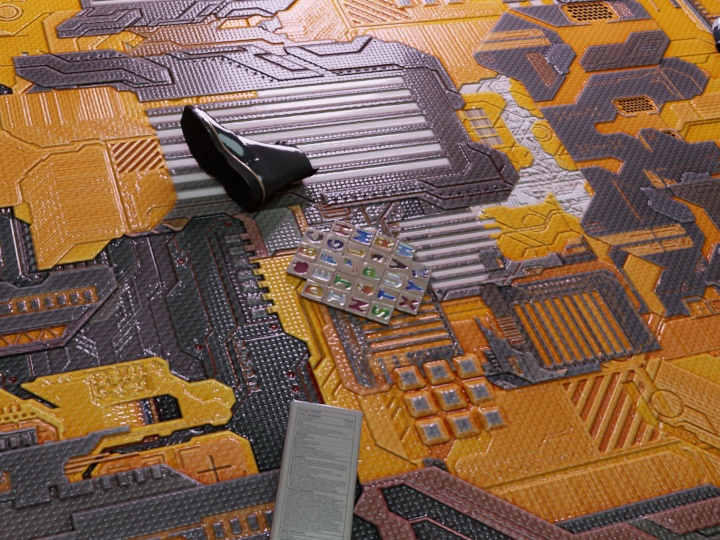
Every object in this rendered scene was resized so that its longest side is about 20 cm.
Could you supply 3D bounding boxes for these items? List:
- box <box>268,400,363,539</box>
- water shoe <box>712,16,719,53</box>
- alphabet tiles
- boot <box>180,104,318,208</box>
[{"bbox_3d":[-0.054,0.261,1.286,0.095,0.078,0.200,10,47,-2],"label":"box"},{"bbox_3d":[0.781,-0.443,2.118,0.200,0.072,0.079,8,75,-6],"label":"water shoe"},{"bbox_3d":[0.000,0.000,1.585,0.200,0.006,0.166,18,48,6],"label":"alphabet tiles"},{"bbox_3d":[-0.176,-0.191,1.690,0.138,0.077,0.200,-27,71,-35],"label":"boot"}]
